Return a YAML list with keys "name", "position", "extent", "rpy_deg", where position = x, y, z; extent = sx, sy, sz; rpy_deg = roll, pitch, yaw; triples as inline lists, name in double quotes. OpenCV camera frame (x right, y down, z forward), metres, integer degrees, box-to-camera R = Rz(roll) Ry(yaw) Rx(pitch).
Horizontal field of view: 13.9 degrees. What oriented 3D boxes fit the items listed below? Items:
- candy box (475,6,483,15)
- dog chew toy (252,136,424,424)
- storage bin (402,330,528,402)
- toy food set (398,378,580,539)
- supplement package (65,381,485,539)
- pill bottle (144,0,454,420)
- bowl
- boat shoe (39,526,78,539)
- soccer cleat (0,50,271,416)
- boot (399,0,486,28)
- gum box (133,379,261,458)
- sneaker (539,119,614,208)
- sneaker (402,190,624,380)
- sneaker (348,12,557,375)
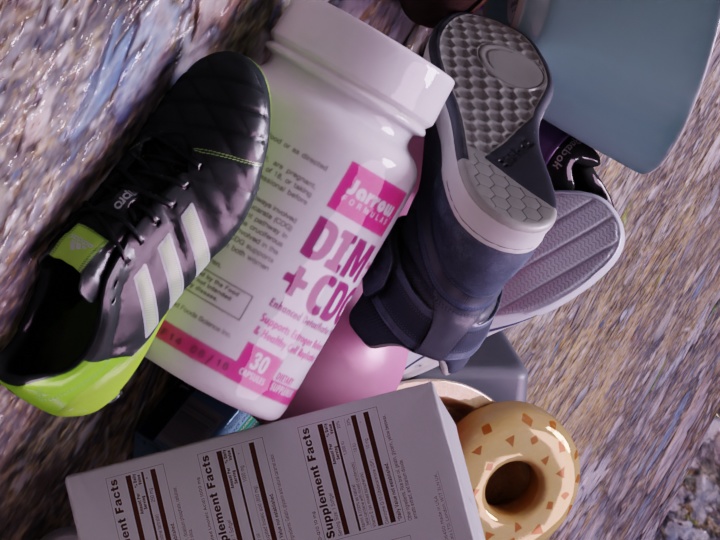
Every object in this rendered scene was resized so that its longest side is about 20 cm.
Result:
- name: "candy box"
  position: [0.110, -0.150, 1.879]
  extent: [0.200, 0.071, 0.168]
  rpy_deg: [-61, 165, 9]
- name: "dog chew toy"
  position: [0.000, 0.000, 1.668]
  extent: [0.200, 0.125, 0.125]
  rpy_deg: [-47, 164, -8]
- name: "storage bin"
  position: [0.052, 0.089, 1.909]
  extent: [0.200, 0.145, 0.135]
  rpy_deg: [-116, -149, -61]
- name: "toy food set"
  position: [0.033, 0.163, 1.783]
  extent: [0.200, 0.049, 0.198]
  rpy_deg: [15, 96, -34]
- name: "supplement package"
  position: [-0.032, 0.165, 1.595]
  extent: [0.200, 0.147, 0.191]
  rpy_deg: [-15, 169, 3]
- name: "pill bottle"
  position: [-0.042, -0.034, 1.516]
  extent: [0.200, 0.113, 0.113]
  rpy_deg: [-60, 166, 2]
- name: "bowl"
  position: [0.134, -0.163, 1.693]
  extent: [0.201, 0.105, 0.201]
  rpy_deg: [-169, -90, -81]
- name: "boat shoe"
  position: [-0.179, 0.228, 1.679]
  extent: [0.068, 0.072, 0.200]
  rpy_deg: [-112, -151, -65]
- name: "soccer cleat"
  position: [-0.109, -0.018, 1.431]
  extent: [0.200, 0.067, 0.081]
  rpy_deg: [-60, 153, 5]
- name: "boot"
  position: [0.022, -0.195, 1.558]
  extent: [0.166, 0.072, 0.200]
  rpy_deg: [-24, 149, -43]
- name: "gum box"
  position: [-0.076, 0.101, 1.806]
  extent: [0.170, 0.045, 0.200]
  rpy_deg: [-51, 164, -31]
- name: "sneaker"
  position: [0.113, -0.029, 1.808]
  extent: [0.076, 0.088, 0.200]
  rpy_deg: [-50, 156, -16]
- name: "sneaker"
  position: [0.064, 0.008, 1.748]
  extent: [0.200, 0.073, 0.071]
  rpy_deg: [-23, 173, 11]
- name: "sneaker"
  position: [0.046, -0.037, 1.594]
  extent: [0.202, 0.077, 0.146]
  rpy_deg: [-87, -161, -51]
